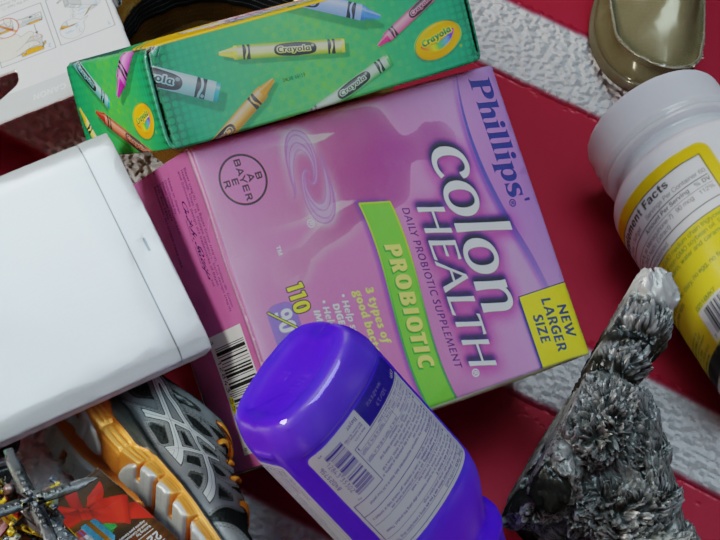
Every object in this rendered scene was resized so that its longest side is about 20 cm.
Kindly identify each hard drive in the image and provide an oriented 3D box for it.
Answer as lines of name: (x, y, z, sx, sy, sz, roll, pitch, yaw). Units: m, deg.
hard drive: (-0.195, 0.023, 1.318, 0.200, 0.027, 0.132, -24, 83, -21)

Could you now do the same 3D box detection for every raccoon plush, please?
raccoon plush: (0.170, 0.109, 1.372, 0.134, 0.097, 0.200, 31, 82, 1)

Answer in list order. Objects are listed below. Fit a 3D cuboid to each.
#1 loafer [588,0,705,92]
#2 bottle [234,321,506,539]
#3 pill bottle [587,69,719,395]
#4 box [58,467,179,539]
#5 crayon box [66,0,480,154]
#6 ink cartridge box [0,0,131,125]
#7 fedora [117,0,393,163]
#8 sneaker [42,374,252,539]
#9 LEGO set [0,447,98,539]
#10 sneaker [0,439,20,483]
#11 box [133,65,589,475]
loafer: (0.198, -0.199, 1.694, 0.076, 0.068, 0.200, 8, 49, -9)
bottle: (0.020, 0.115, 1.314, 0.065, 0.200, 0.084, 7, 56, 51)
pill bottle: (0.225, -0.020, 1.521, 0.114, 0.114, 0.200, -12, 55, -24)
box: (-0.153, 0.202, 1.233, 0.137, 0.039, 0.200, 39, 52, 17)
crayon box: (-0.049, -0.117, 1.401, 0.200, 0.119, 0.058, -18, 98, -26)
ink cartridge box: (-0.239, -0.136, 1.490, 0.200, 0.044, 0.174, -22, 57, -2)
fedora: (-0.082, -0.111, 1.535, 0.200, 0.082, 0.201, 4, 48, -4)
sneaker: (-0.097, 0.111, 1.348, 0.077, 0.078, 0.200, -19, 57, -34)
LEGO set: (-0.231, 0.123, 1.180, 0.200, 0.116, 0.154, -20, 42, -21)
sneaker: (-0.237, 0.053, 1.360, 0.078, 0.090, 0.201, -8, 76, -21)
box: (0.000, 0.000, 1.405, 0.200, 0.097, 0.176, -17, 86, -27)
